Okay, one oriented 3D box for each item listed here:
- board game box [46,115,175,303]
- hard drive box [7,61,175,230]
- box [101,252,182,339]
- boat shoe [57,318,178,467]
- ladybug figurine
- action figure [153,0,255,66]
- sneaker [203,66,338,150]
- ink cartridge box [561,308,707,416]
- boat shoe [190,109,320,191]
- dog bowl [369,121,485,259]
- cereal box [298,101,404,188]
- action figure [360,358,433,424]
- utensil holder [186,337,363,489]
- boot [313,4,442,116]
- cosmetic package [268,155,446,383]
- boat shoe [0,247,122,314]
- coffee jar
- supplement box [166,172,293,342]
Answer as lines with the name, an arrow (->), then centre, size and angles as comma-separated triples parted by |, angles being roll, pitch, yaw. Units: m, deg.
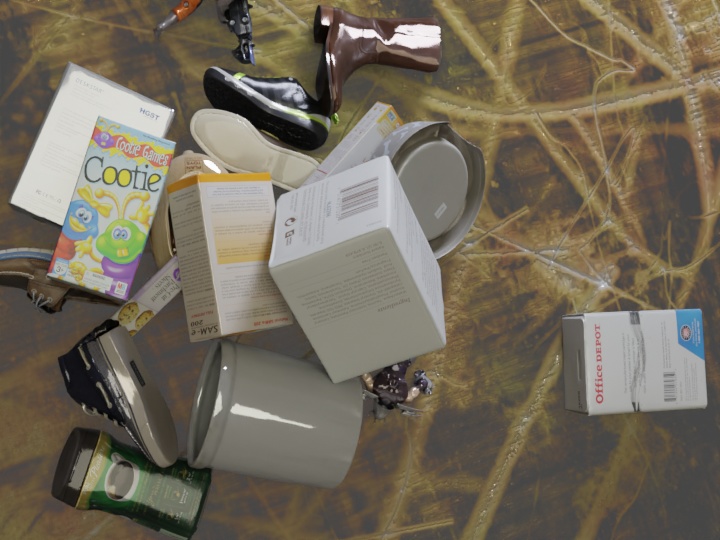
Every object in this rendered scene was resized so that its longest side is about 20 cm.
board game box -> -0.310, -0.073, 1.312 | 0.103, 0.103, 0.204 | 17, 83, -12
hard drive box -> -0.355, -0.147, 1.397 | 0.154, 0.077, 0.203 | 24, 82, -12
box -> -0.294, 0.055, 1.380 | 0.199, 0.039, 0.042 | -41, 98, 12
boat shoe -> -0.313, 0.171, 1.354 | 0.091, 0.075, 0.203 | -25, 89, 14
ladybug figurine -> -0.223, -0.060, 1.428 | 0.133, 0.072, 0.205 | -3, 88, -13
action figure -> -0.200, -0.379, 1.440 | 0.190, 0.105, 0.204 | -18, 89, -5
sneaker -> -0.126, -0.240, 1.478 | 0.197, 0.072, 0.084 | 27, 57, -12
ink cartridge box -> 0.407, 0.135, 1.571 | 0.196, 0.084, 0.148 | -1, 87, -14
boat shoe -> -0.145, -0.163, 1.461 | 0.197, 0.060, 0.073 | 24, 92, -11
dog bowl -> 0.086, -0.115, 1.475 | 0.197, 0.058, 0.204 | -17, 119, -33
cereal box -> 0.003, -0.114, 1.474 | 0.201, 0.039, 0.144 | -49, 130, -13
action figure -> 0.055, 0.123, 1.494 | 0.128, 0.069, 0.204 | 21, 85, -19
utensil holder -> -0.114, 0.194, 1.392 | 0.196, 0.170, 0.173 | 15, 83, -17
boot -> 0.035, -0.293, 1.495 | 0.196, 0.064, 0.190 | 5, 66, -17
cosmetic package -> 0.000, 0.000, 1.351 | 0.164, 0.169, 0.202 | -19, 123, 14
boat shoe -> -0.402, 0.016, 1.370 | 0.196, 0.072, 0.074 | 0, 71, -15
coffee jar -> -0.300, 0.279, 1.380 | 0.197, 0.085, 0.106 | 21, 76, -13
supplement box -> -0.166, -0.019, 1.344 | 0.125, 0.073, 0.204 | -5, 85, -47
